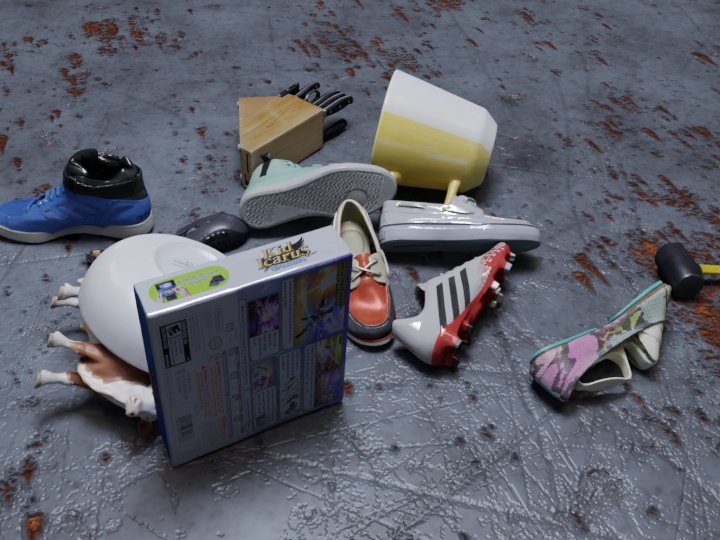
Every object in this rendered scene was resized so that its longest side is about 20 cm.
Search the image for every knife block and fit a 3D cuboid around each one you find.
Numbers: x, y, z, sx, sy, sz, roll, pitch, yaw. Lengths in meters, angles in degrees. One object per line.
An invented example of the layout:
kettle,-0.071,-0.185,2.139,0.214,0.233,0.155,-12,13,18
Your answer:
knife block,-0.088,-0.200,1.154,0.173,0.065,0.201,-4,40,-6

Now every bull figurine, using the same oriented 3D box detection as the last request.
bull figurine,-0.251,0.079,0.802,0.120,0.066,0.201,18,27,-24

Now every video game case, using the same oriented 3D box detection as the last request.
video game case,-0.099,0.070,0.723,0.179,0.202,0.046,-17,47,-22

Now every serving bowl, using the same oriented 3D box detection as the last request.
serving bowl,-0.181,0.023,0.823,0.198,0.066,0.201,22,28,-12

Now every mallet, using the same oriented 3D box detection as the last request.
mallet,0.455,0.007,0.962,0.197,0.042,0.066,6,40,-3

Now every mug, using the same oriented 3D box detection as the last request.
mug,0.095,-0.157,1.085,0.151,0.189,0.149,15,8,2

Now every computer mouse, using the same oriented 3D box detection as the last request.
computer mouse,-0.233,-0.038,0.978,0.197,0.034,0.059,-14,43,-18

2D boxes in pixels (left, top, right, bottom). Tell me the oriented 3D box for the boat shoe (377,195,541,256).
boat shoe,0.120,-0.060,0.976,0.197,0.074,0.068,1,74,-1

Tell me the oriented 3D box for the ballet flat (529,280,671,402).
ballet flat,0.267,0.082,0.845,0.198,0.069,0.072,-25,65,-24

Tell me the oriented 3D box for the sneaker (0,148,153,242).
sneaker,-0.358,-0.097,0.980,0.197,0.112,0.077,2,39,-1

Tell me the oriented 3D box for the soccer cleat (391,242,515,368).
soccer cleat,0.107,0.025,0.896,0.084,0.069,0.200,25,49,19

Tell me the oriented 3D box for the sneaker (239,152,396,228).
sneaker,-0.055,-0.118,1.033,0.197,0.075,0.119,-8,32,2

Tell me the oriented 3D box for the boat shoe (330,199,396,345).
boat shoe,0.000,0.000,0.923,0.070,0.063,0.201,-2,41,-9
